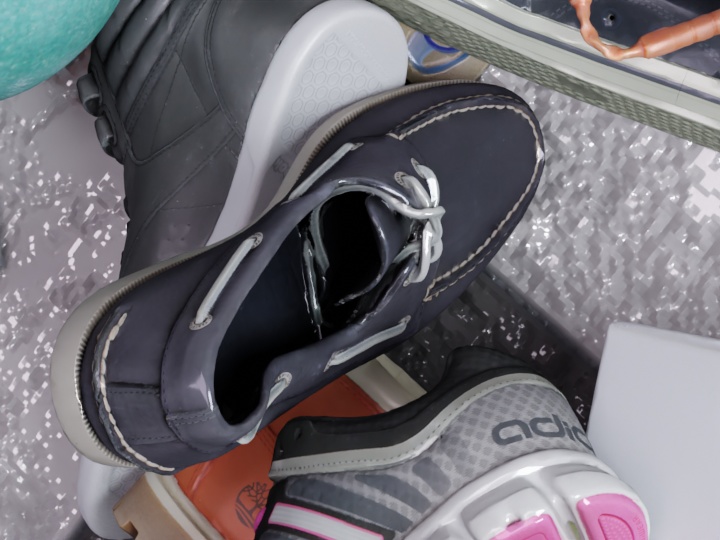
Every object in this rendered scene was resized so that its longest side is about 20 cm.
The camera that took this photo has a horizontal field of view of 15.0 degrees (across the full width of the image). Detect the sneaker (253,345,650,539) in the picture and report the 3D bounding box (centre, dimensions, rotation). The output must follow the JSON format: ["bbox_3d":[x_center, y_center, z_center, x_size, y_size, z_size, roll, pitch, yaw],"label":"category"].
[{"bbox_3d":[-0.009,0.092,0.782,0.200,0.074,0.088,-37,42,21],"label":"sneaker"}]

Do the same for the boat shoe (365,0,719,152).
[{"bbox_3d":[0.055,-0.093,0.836,0.199,0.075,0.063,22,89,10],"label":"boat shoe"}]

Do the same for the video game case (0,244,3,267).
[{"bbox_3d":[-0.188,-0.101,0.888,0.023,0.182,0.202,-14,80,25],"label":"video game case"}]

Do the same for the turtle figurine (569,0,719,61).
[{"bbox_3d":[0.090,-0.148,0.793,0.200,0.064,0.161,-39,81,-27],"label":"turtle figurine"}]

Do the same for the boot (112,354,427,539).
[{"bbox_3d":[0.026,0.104,0.842,0.107,0.075,0.200,-46,75,0],"label":"boot"}]

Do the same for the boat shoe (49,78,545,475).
[{"bbox_3d":[0.000,0.000,0.800,0.062,0.200,0.073,-2,114,47],"label":"boat shoe"}]

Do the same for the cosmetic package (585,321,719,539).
[{"bbox_3d":[0.108,0.123,0.777,0.071,0.101,0.202,12,91,53],"label":"cosmetic package"}]

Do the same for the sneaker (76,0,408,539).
[{"bbox_3d":[-0.058,-0.015,0.894,0.099,0.070,0.201,41,116,41],"label":"sneaker"}]

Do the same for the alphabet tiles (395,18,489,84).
[{"bbox_3d":[0.005,-0.178,0.867,0.200,0.008,0.167,40,102,-1],"label":"alphabet tiles"}]

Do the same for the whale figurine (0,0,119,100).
[{"bbox_3d":[-0.148,-0.123,0.814,0.103,0.199,0.160,10,82,46],"label":"whale figurine"}]
